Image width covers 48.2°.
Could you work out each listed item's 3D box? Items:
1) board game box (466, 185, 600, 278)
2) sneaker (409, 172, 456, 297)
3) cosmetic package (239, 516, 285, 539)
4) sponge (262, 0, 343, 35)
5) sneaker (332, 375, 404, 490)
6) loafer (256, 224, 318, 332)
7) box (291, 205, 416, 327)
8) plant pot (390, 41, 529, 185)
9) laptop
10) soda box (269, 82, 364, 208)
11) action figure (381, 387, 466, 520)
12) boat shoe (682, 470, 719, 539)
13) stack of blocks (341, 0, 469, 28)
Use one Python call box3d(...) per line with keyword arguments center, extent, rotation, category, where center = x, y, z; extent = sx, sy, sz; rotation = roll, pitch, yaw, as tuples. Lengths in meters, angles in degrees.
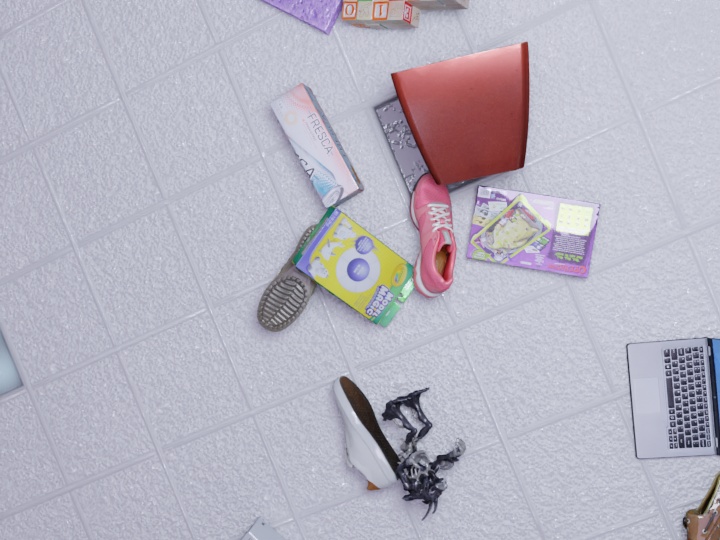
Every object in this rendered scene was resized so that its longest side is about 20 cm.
box3d(center=(0.278, -0.064, 1.306), extent=(0.197, 0.032, 0.122), rotation=(10, 92, 11), category="board game box")
box3d(center=(0.128, -0.060, 1.288), extent=(0.073, 0.087, 0.204), rotation=(-1, 85, -18), category="sneaker")
box3d(center=(-0.210, 0.551, 1.424), extent=(0.101, 0.071, 0.201), rotation=(39, 100, 6), category="cosmetic package")
box3d(center=(-0.115, -0.490, 1.347), extent=(0.198, 0.030, 0.113), rotation=(29, 99, 8), category="sponge")
box3d(center=(-0.009, 0.281, 1.364), extent=(0.084, 0.073, 0.202), rotation=(-32, 82, 24), category="sneaker")
box3d(center=(-0.104, 0.015, 1.362), extent=(0.075, 0.068, 0.201), rotation=(34, 96, 2), category="loafer")
box3d(center=(0.000, 0.000, 1.318), extent=(0.199, 0.048, 0.118), rotation=(35, 91, -19), category="box")
box3d(center=(0.169, -0.237, 1.237), extent=(0.197, 0.200, 0.179), rotation=(-11, 101, 11), category="plant pot")
box3d(center=(0.525, 0.206, 1.235), extent=(0.197, 0.116, 0.190), rotation=(-5, 93, 11), category="laptop")
box3d(center=(-0.071, -0.206, 1.343), extent=(0.068, 0.064, 0.202), rotation=(-29, 88, 11), category="soda box")
box3d(center=(0.105, 0.302, 1.323), extent=(0.101, 0.118, 0.203), rotation=(-24, 80, 44), category="action figure")
box3d(center=(0.543, 0.405, 1.276), extent=(0.068, 0.072, 0.201), rotation=(36, 90, 10), category="boat shoe")
box3d(center=(0.073, -0.447, 1.269), extent=(0.197, 0.058, 0.117), rotation=(9, 96, 29), category="stack of blocks")
